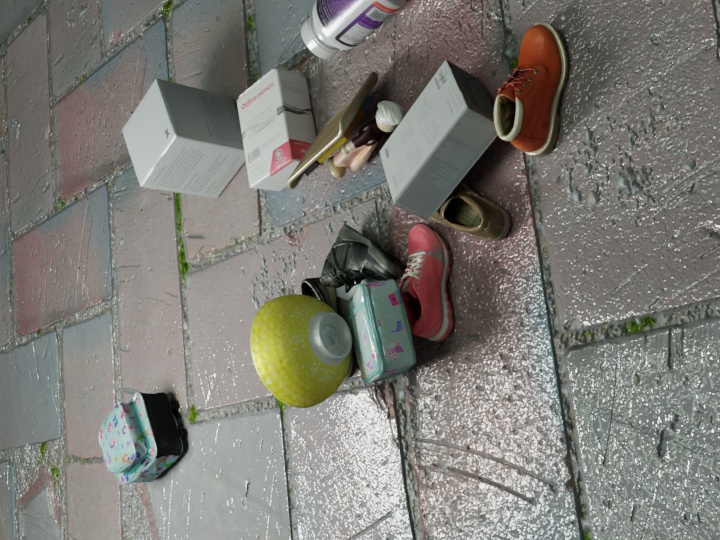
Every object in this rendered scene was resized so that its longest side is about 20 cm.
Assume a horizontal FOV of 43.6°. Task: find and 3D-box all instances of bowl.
[{"bbox_3d":[-0.078,0.125,1.531,0.107,0.199,0.202,-23,70,39],"label":"bowl"}]

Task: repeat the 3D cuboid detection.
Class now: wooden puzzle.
[{"bbox_3d":[-0.046,-0.249,1.632,0.200,0.037,0.186,-41,15,45],"label":"wooden puzzle"}]

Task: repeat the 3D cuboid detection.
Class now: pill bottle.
[{"bbox_3d":[-0.017,-0.476,1.646,0.199,0.111,0.112,-31,64,40],"label":"pill bottle"}]

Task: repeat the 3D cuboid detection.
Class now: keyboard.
[{"bbox_3d":[0.011,0.038,1.641,0.199,0.011,0.057,18,105,47],"label":"keyboard"}]

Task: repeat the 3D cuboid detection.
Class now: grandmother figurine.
[{"bbox_3d":[0.018,-0.237,1.590,0.061,0.122,0.200,43,146,-7],"label":"grandmother figurine"}]

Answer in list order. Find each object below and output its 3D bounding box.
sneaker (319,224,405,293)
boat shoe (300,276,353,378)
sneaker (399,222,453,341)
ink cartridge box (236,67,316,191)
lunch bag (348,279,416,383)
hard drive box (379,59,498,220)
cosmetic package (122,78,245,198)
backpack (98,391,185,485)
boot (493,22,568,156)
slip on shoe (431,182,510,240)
[{"bbox_3d":[0.000,0.000,1.579,0.115,0.076,0.199,-58,37,0],"label":"sneaker"},{"bbox_3d":[-0.071,0.108,1.676,0.073,0.064,0.202,-33,67,39],"label":"boat shoe"},{"bbox_3d":[0.102,0.015,1.487,0.073,0.086,0.202,-19,72,43],"label":"sneaker"},{"bbox_3d":[-0.166,-0.280,1.807,0.145,0.084,0.202,-25,70,43],"label":"ink cartridge box"},{"bbox_3d":[0.028,0.099,1.502,0.200,0.076,0.162,125,131,-74],"label":"lunch bag"},{"bbox_3d":[0.124,-0.210,1.454,0.200,0.076,0.157,-51,31,29],"label":"hard drive box"},{"bbox_3d":[-0.373,-0.281,1.943,0.167,0.199,0.167,-44,57,34],"label":"cosmetic package"},{"bbox_3d":[-0.514,0.396,2.076,0.200,0.150,0.179,-49,55,38],"label":"backpack"},{"bbox_3d":[0.250,-0.279,1.345,0.075,0.107,0.202,1,85,48],"label":"boot"},{"bbox_3d":[0.153,-0.101,1.461,0.200,0.060,0.077,36,112,45],"label":"slip on shoe"}]
